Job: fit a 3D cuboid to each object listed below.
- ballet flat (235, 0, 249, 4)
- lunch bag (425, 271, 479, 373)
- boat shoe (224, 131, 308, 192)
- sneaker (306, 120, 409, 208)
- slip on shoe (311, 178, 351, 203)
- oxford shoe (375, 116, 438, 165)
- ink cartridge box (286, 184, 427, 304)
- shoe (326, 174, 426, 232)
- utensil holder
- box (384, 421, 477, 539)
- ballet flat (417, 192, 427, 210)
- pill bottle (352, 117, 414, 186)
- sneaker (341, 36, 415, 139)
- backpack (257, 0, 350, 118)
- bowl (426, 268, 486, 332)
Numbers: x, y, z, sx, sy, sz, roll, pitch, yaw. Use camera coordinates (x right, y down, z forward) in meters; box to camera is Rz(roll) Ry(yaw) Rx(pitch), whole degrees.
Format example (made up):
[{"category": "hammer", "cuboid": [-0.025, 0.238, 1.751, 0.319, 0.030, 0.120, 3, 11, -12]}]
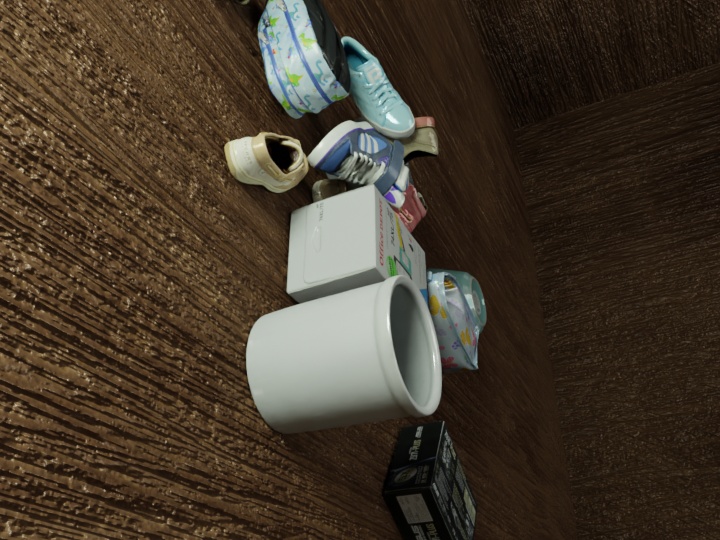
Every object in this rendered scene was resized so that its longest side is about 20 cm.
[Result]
[{"category": "ballet flat", "cuboid": [-0.202, -0.431, 0.933, 0.200, 0.067, 0.076, 27, 68, -64]}, {"category": "lunch bag", "cuboid": [0.105, 0.085, 1.207, 0.201, 0.168, 0.128, 58, 29, -35]}, {"category": "boat shoe", "cuboid": [-0.112, -0.154, 0.962, 0.200, 0.068, 0.075, -19, 93, -69]}, {"category": "sneaker", "cuboid": [0.014, -0.157, 1.075, 0.147, 0.081, 0.200, 49, 29, 3]}, {"category": "slip on shoe", "cuboid": [-0.012, -0.079, 1.169, 0.201, 0.060, 0.077, 58, 28, -37]}, {"category": "oxford shoe", "cuboid": [0.040, -0.208, 1.191, 0.070, 0.197, 0.076, 24, 52, -79]}, {"category": "ink cartridge box", "cuboid": [0.000, 0.000, 1.037, 0.200, 0.144, 0.148, 46, 36, -49]}, {"category": "shoe", "cuboid": [0.028, -0.141, 1.195, 0.091, 0.071, 0.200, -46, 103, -17]}, {"category": "utensil holder", "cuboid": [-0.019, 0.112, 0.855, 0.170, 0.198, 0.172, 47, 34, -48]}, {"category": "box", "cuboid": [0.127, 0.395, 1.181, 0.202, 0.085, 0.164, 67, 24, -21]}, {"category": "ballet flat", "cuboid": [0.095, -0.140, 1.439, 0.068, 0.072, 0.200, 57, 16, 21]}, {"category": "pill bottle", "cuboid": [0.038, -0.187, 1.288, 0.111, 0.109, 0.203, -25, 100, -67]}, {"category": "sneaker", "cuboid": [0.018, -0.307, 1.141, 0.200, 0.074, 0.082, 48, -10, 13]}, {"category": "backpack", "cuboid": [-0.085, -0.333, 1.059, 0.201, 0.153, 0.163, 56, 1, 36]}, {"category": "bowl", "cuboid": [0.227, 0.082, 1.588, 0.201, 0.104, 0.203, 46, 37, -49]}]
